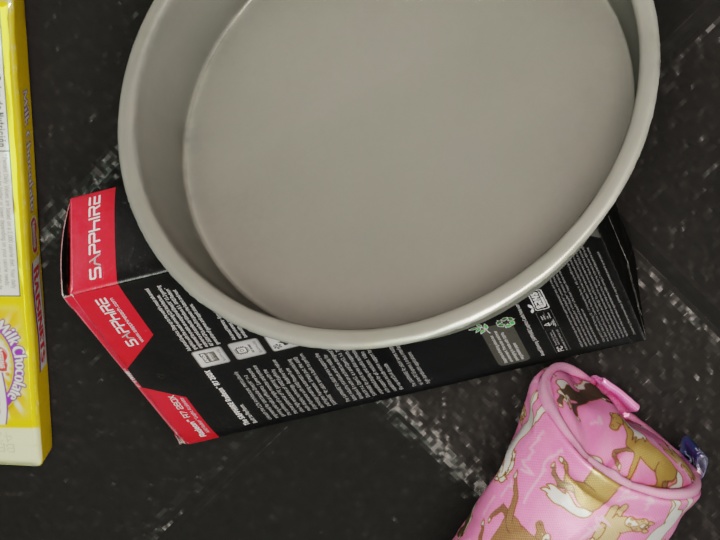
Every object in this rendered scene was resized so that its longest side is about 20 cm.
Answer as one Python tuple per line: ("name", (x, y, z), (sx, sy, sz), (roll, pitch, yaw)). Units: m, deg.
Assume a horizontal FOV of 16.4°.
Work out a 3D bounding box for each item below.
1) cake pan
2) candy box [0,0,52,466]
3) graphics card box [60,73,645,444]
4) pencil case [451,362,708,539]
("cake pan", (0.012, -0.060, 0.891), (0.199, 0.037, 0.201), (-7, 65, 16))
("candy box", (-0.184, -0.017, 1.031), (0.102, 0.026, 0.201), (1, 108, 6))
("graphics card box", (0.000, 0.000, 0.963), (0.199, 0.051, 0.126), (-13, 144, 14))
("pencil case", (0.057, 0.137, 1.009), (0.083, 0.086, 0.200), (48, 117, 38))
